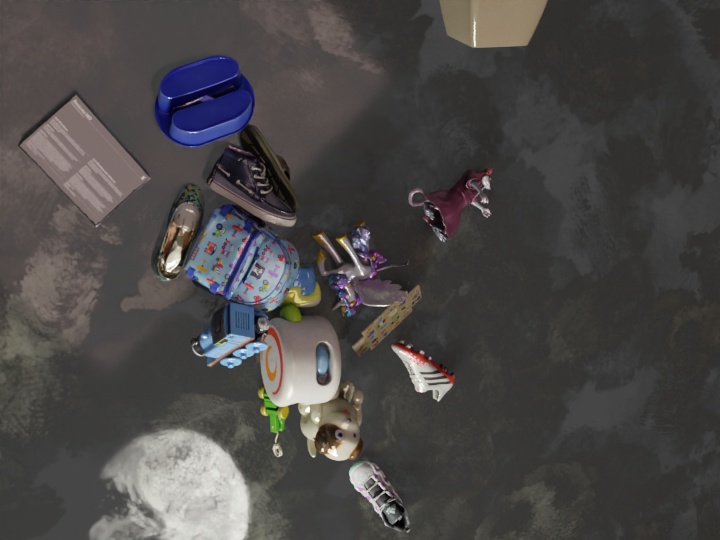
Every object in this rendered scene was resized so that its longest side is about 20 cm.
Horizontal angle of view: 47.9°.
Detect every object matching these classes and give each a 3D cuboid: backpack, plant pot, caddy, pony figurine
[{"bbox_3d":[-0.228,-0.014,1.618,0.198,0.135,0.184,33,91,1],"label":"backpack"},{"bbox_3d":[0.268,-0.563,1.668,0.196,0.200,0.180,-7,118,-19],"label":"plant pot"},{"bbox_3d":[-0.297,-0.323,1.557,0.197,0.105,0.144,-22,89,-14],"label":"caddy"},{"bbox_3d":[0.000,0.000,1.751,0.189,0.167,0.203,-12,116,17],"label":"pony figurine"}]

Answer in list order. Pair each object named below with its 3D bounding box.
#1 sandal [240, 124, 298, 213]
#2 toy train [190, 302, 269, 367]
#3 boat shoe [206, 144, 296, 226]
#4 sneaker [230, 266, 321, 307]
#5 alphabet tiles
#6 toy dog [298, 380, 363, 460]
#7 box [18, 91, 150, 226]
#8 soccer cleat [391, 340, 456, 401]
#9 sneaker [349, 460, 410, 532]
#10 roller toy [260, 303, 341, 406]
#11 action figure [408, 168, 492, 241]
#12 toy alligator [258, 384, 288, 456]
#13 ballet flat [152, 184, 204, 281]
[{"bbox_3d":[-0.174,-0.208,1.654,0.057,0.079,0.204,-41,113,-42],"label":"sandal"},{"bbox_3d":[-0.267,0.134,1.651,0.113,0.199,0.088,16,58,-35],"label":"toy train"},{"bbox_3d":[-0.205,-0.170,1.612,0.197,0.075,0.094,27,113,-4],"label":"boat shoe"},{"bbox_3d":[-0.181,0.030,1.725,0.196,0.075,0.108,-4,91,-24],"label":"sneaker"},{"bbox_3d":[0.061,0.113,1.803,0.200,0.167,0.006,-43,73,-6],"label":"alphabet tiles"},{"bbox_3d":[-0.069,0.335,1.773,0.138,0.200,0.196,28,93,-25],"label":"toy dog"},{"bbox_3d":[-0.513,-0.208,1.517,0.141,0.079,0.201,-40,114,-3],"label":"box"},{"bbox_3d":[0.140,0.236,1.902,0.199,0.068,0.086,35,87,-30],"label":"soccer cleat"},{"bbox_3d":[0.059,0.541,1.912,0.078,0.140,0.200,-43,115,-4],"label":"sneaker"},{"bbox_3d":[-0.122,0.189,1.694,0.137,0.184,0.202,-1,136,-25],"label":"roller toy"},{"bbox_3d":[0.220,-0.167,1.822,0.148,0.134,0.200,38,73,16],"label":"action figure"},{"bbox_3d":[-0.184,0.312,1.806,0.054,0.058,0.204,-32,121,-55],"label":"toy alligator"},{"bbox_3d":[-0.358,-0.070,1.621,0.073,0.074,0.204,16,98,-24],"label":"ballet flat"}]
